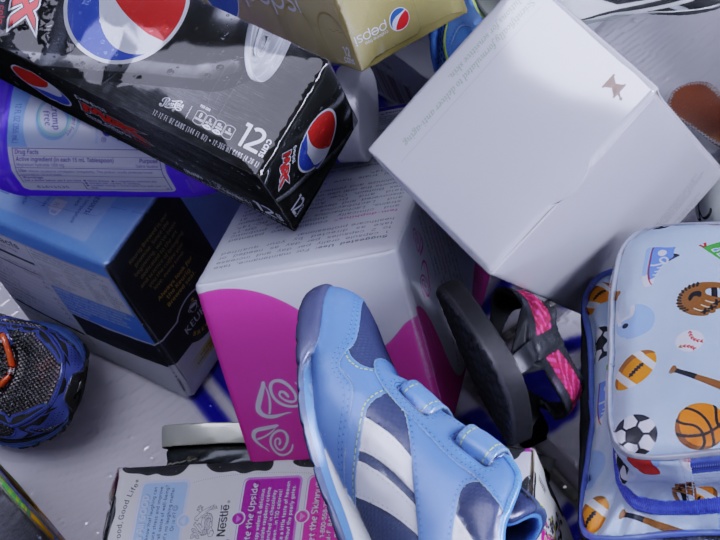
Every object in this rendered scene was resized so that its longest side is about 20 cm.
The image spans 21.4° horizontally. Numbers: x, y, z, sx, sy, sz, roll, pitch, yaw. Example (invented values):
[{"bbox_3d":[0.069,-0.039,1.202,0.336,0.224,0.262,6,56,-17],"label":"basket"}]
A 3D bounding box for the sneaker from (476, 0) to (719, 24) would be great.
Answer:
[{"bbox_3d":[0.155,-0.161,0.903,0.199,0.088,0.074,-23,90,-30],"label":"sneaker"}]

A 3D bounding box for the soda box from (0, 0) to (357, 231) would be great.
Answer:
[{"bbox_3d":[-0.104,-0.097,0.883,0.199,0.071,0.064,27,78,19],"label":"soda box"}]

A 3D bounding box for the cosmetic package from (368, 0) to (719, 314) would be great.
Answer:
[{"bbox_3d":[0.094,-0.050,0.888,0.108,0.200,0.085,-47,71,7],"label":"cosmetic package"}]

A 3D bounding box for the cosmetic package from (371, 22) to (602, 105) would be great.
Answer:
[{"bbox_3d":[0.088,-0.174,1.112,0.200,0.074,0.102,-45,54,-12],"label":"cosmetic package"}]

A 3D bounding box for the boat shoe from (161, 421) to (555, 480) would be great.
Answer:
[{"bbox_3d":[-0.004,0.112,0.945,0.198,0.075,0.067,3,81,5],"label":"boat shoe"}]

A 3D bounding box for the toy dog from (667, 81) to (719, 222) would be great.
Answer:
[{"bbox_3d":[0.212,-0.122,1.001,0.096,0.132,0.201,29,55,-6],"label":"toy dog"}]

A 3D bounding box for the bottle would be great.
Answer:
[{"bbox_3d":[-0.092,-0.078,0.949,0.199,0.065,0.084,2,65,13],"label":"bottle"}]

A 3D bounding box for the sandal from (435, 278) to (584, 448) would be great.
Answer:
[{"bbox_3d":[0.072,0.039,0.851,0.045,0.200,0.075,-24,79,5],"label":"sandal"}]

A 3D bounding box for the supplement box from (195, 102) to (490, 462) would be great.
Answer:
[{"bbox_3d":[0.000,0.000,0.948,0.103,0.102,0.200,-10,22,14],"label":"supplement box"}]

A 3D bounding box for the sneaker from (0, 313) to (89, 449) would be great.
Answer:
[{"bbox_3d":[-0.236,0.047,1.061,0.199,0.078,0.076,11,81,30],"label":"sneaker"}]

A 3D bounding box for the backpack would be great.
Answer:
[{"bbox_3d":[0.193,0.067,0.856,0.189,0.154,0.201,0,53,9],"label":"backpack"}]

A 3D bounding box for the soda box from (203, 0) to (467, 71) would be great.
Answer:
[{"bbox_3d":[-0.033,-0.154,0.933,0.064,0.068,0.200,-30,27,-19],"label":"soda box"}]

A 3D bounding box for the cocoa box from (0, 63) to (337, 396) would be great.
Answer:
[{"bbox_3d":[-0.110,-0.061,1.066,0.133,0.131,0.200,20,65,31],"label":"cocoa box"}]

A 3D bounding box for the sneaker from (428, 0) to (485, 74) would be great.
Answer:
[{"bbox_3d":[0.057,-0.154,0.930,0.075,0.201,0.105,-16,33,10],"label":"sneaker"}]

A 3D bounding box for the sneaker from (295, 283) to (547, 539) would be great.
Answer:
[{"bbox_3d":[0.028,0.089,0.772,0.082,0.074,0.201,-23,62,5],"label":"sneaker"}]

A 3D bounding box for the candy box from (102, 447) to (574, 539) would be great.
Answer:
[{"bbox_3d":[-0.003,0.142,0.876,0.199,0.137,0.061,-5,54,17],"label":"candy box"}]

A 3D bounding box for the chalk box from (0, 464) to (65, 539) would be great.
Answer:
[{"bbox_3d":[-0.228,0.130,0.928,0.125,0.200,0.124,-41,52,-12],"label":"chalk box"}]
